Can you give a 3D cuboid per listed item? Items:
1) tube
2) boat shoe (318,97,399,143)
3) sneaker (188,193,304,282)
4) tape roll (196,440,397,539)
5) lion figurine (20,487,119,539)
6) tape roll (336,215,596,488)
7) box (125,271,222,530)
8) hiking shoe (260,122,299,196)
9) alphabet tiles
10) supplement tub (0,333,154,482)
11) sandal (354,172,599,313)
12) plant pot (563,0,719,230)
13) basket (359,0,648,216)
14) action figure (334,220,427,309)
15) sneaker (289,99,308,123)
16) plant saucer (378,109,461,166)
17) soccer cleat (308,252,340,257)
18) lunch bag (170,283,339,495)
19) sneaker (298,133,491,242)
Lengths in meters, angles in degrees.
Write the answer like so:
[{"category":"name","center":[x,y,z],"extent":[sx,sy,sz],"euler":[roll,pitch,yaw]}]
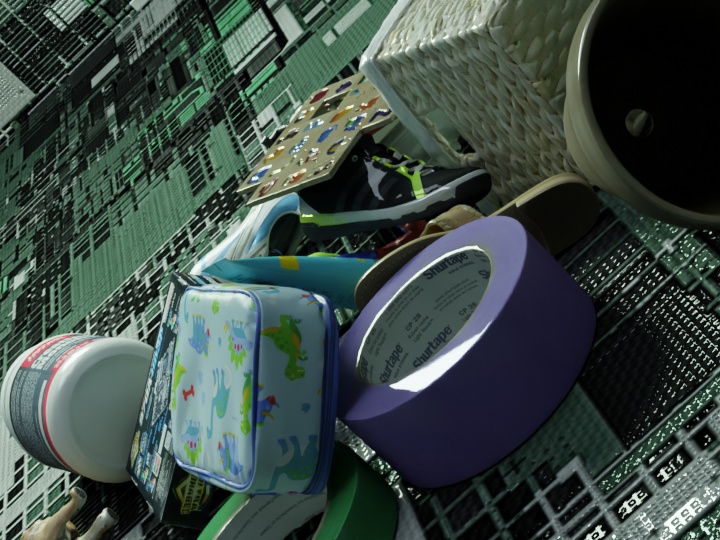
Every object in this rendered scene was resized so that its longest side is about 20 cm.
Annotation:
[{"category":"tube","center":[-0.027,0.009,1.448],"extent":[0.077,0.200,0.050],"euler":[146,128,-67]},{"category":"boat shoe","center":[0.036,-0.165,1.693],"extent":[0.200,0.063,0.071],"euler":[-36,-12,-40]},{"category":"sneaker","center":[-0.119,-0.001,1.817],"extent":[0.200,0.072,0.072],"euler":[-52,48,2]},{"category":"tape roll","center":[-0.061,0.220,1.323],"extent":[0.200,0.048,0.200],"euler":[-38,22,18]},{"category":"lion figurine","center":[-0.267,0.279,1.572],"extent":[0.123,0.072,0.200],"euler":[-49,24,11]},{"category":"tape roll","center":[0.074,0.060,1.315],"extent":[0.200,0.085,0.200],"euler":[-38,22,18]},{"category":"box","center":[-0.155,0.113,1.570],"extent":[0.159,0.046,0.200],"euler":[-151,74,-68]},{"category":"hiking shoe","center":[-0.038,-0.110,1.719],"extent":[0.076,0.101,0.200],"euler":[-46,-5,9]},{"category":"alphabet tiles","center":[-0.022,-0.127,1.549],"extent":[0.167,0.008,0.200],"euler":[-17,28,39]},{"category":"supplement tub","center":[-0.272,0.134,1.748],"extent":[0.140,0.140,0.200],"euler":[-53,22,-18]},{"category":"sandal","center":[0.093,-0.022,1.429],"extent":[0.212,0.078,0.070],"euler":[-27,22,7]},{"category":"plant pot","center":[0.228,-0.120,1.252],"extent":[0.200,0.200,0.174],"euler":[-50,4,-10]},{"category":"basket","center":[0.146,-0.186,1.483],"extent":[0.161,0.198,0.200],"euler":[-12,38,49]},{"category":"action figure","center":[0.000,0.000,1.561],"extent":[0.200,0.065,0.099],"euler":[-22,4,-5]},{"category":"sneaker","center":[-0.019,-0.147,1.887],"extent":[0.200,0.077,0.085],"euler":[-23,35,46]},{"category":"plant saucer","center":[0.043,-0.095,1.649],"extent":[0.200,0.050,0.200],"euler":[-46,-5,-5]},{"category":"soccer cleat","center":[-0.079,0.063,1.639],"extent":[0.200,0.068,0.081],"euler":[-48,-12,18]},{"category":"lunch bag","center":[-0.084,0.091,1.343],"extent":[0.200,0.082,0.161],"euler":[-179,92,-66]},{"category":"sneaker","center":[0.017,-0.078,1.492],"extent":[0.200,0.083,0.072],"euler":[-11,3,36]}]
